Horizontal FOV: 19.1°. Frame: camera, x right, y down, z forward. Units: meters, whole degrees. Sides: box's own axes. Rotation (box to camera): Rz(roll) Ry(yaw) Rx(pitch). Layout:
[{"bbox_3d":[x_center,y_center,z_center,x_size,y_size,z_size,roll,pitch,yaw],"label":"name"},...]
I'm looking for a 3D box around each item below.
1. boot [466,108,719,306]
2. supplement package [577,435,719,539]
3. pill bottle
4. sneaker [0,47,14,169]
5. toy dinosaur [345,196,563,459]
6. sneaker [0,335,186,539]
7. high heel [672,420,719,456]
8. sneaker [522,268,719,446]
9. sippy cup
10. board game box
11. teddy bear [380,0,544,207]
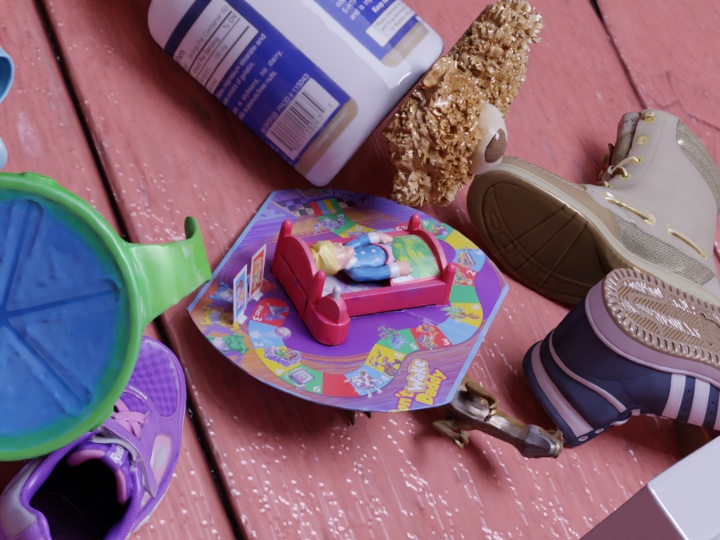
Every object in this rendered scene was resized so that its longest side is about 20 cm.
[{"bbox_3d":[0.160,-0.051,1.404,0.199,0.073,0.156,29,46,-18],"label":"boot"},{"bbox_3d":[0.153,0.185,1.124,0.109,0.200,0.114,-23,72,-45],"label":"supplement package"},{"bbox_3d":[-0.059,-0.159,1.292,0.200,0.120,0.120,43,43,-2],"label":"pill bottle"},{"bbox_3d":[-0.224,-0.105,1.130,0.081,0.074,0.201,-12,48,-8],"label":"sneaker"},{"bbox_3d":[0.033,0.052,1.259,0.200,0.061,0.106,49,31,19],"label":"toy dinosaur"},{"bbox_3d":[-0.131,0.099,1.064,0.080,0.089,0.201,35,43,-6],"label":"sneaker"},{"bbox_3d":[0.271,0.160,1.331,0.095,0.068,0.201,-2,46,-25],"label":"high heel"},{"bbox_3d":[0.192,0.074,1.314,0.199,0.108,0.070,26,43,-26],"label":"sneaker"},{"bbox_3d":[-0.172,0.013,1.054,0.177,0.141,0.130,21,7,-7],"label":"sippy cup"},{"bbox_3d":[0.000,0.000,1.220,0.157,0.039,0.200,20,38,10],"label":"board game box"},{"bbox_3d":[0.068,-0.099,1.310,0.067,0.145,0.200,37,4,0],"label":"teddy bear"}]
